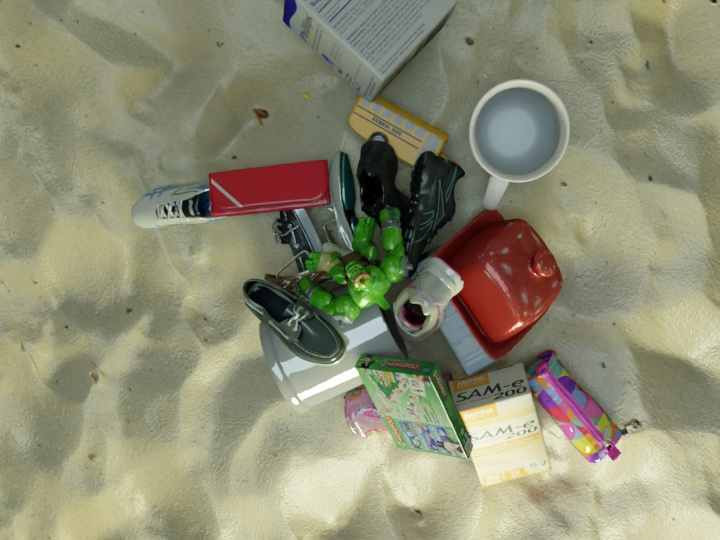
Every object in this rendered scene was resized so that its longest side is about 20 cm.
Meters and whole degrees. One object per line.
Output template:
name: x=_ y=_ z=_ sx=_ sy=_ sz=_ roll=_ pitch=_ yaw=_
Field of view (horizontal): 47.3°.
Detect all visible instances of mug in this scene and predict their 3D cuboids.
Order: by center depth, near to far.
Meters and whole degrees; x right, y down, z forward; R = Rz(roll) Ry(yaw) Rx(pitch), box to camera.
mug: x=0.231 y=-0.190 z=1.278 sx=0.146 sy=0.175 sz=0.202 roll=19 pitch=100 yaw=3

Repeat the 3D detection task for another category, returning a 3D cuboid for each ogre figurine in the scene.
ogre figurine: x=0.000 y=0.000 z=1.254 sx=0.199 sy=0.098 sz=0.120 roll=-29 pitch=53 yaw=-11

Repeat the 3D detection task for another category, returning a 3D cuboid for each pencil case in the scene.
pencil case: x=0.353 y=0.228 z=1.374 sx=0.088 sy=0.088 sz=0.200 roll=-42 pitch=91 yaw=10
pencil case: x=0.069 y=0.232 z=1.406 sx=0.198 sy=0.087 sz=0.088 roll=-13 pitch=97 yaw=8

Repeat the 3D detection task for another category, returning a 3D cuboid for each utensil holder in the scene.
utensil holder: x=-0.042 y=0.117 z=1.358 sx=0.199 sy=0.170 sz=0.171 roll=-26 pitch=95 yaw=6

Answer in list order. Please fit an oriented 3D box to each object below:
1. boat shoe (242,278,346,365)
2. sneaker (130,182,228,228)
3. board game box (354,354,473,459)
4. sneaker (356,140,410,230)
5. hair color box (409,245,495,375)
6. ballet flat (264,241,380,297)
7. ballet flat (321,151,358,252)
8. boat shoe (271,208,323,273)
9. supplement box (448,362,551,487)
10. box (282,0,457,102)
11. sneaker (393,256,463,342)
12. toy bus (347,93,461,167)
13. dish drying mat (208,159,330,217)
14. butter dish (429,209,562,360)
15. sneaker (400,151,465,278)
boat shoe: x=-0.107 y=0.077 z=1.266 sx=0.199 sy=0.062 sz=0.073 roll=35 pitch=79 yaw=25
sneaker: x=-0.301 y=-0.111 z=1.399 sx=0.198 sy=0.072 sz=0.073 roll=-9 pitch=99 yaw=8
board game box: x=0.085 y=0.214 z=1.286 sx=0.134 sy=0.029 sz=0.201 roll=3 pitch=134 yaw=34
sneaker: x=0.036 y=-0.105 z=1.330 sx=0.075 sy=0.091 sz=0.201 roll=-8 pitch=126 yaw=28
hair color box: x=0.153 y=0.064 z=1.362 sx=0.060 sy=0.099 sz=0.201 roll=-30 pitch=94 yaw=11
ballet flat: x=-0.069 y=-0.003 z=1.344 sx=0.198 sy=0.068 sz=0.073 roll=-21 pitch=90 yaw=8
ballet flat: x=-0.036 y=-0.096 z=1.380 sx=0.069 sy=0.069 sz=0.202 roll=-11 pitch=100 yaw=7
boat shoe: x=-0.114 y=-0.067 z=1.385 sx=0.068 sy=0.074 sz=0.201 roll=-26 pitch=104 yaw=-5
supplement box: x=0.231 y=0.257 z=1.351 sx=0.125 sy=0.074 sz=0.201 roll=-17 pitch=126 yaw=9
box: x=0.011 y=-0.405 z=1.279 sx=0.200 sy=0.105 sz=0.184 roll=43 pitch=78 yaw=-2
sneaker: x=0.084 y=0.061 z=1.259 sx=0.081 sy=0.200 sz=0.088 roll=39 pitch=60 yaw=14
toy bus: x=0.076 y=-0.214 z=1.347 sx=0.199 sy=0.065 sz=0.079 roll=29 pitch=99 yaw=2
dish drying mat: x=-0.149 y=-0.133 z=1.338 sx=0.198 sy=0.018 sz=0.078 roll=-6 pitch=79 yaw=7
butter dish: x=0.242 y=0.005 z=1.282 sx=0.199 sy=0.148 sz=0.201 roll=-38 pitch=97 yaw=-35
sneaker: x=0.108 y=-0.082 z=1.288 sx=0.079 sy=0.075 sz=0.202 roll=15 pitch=94 yaw=-17
